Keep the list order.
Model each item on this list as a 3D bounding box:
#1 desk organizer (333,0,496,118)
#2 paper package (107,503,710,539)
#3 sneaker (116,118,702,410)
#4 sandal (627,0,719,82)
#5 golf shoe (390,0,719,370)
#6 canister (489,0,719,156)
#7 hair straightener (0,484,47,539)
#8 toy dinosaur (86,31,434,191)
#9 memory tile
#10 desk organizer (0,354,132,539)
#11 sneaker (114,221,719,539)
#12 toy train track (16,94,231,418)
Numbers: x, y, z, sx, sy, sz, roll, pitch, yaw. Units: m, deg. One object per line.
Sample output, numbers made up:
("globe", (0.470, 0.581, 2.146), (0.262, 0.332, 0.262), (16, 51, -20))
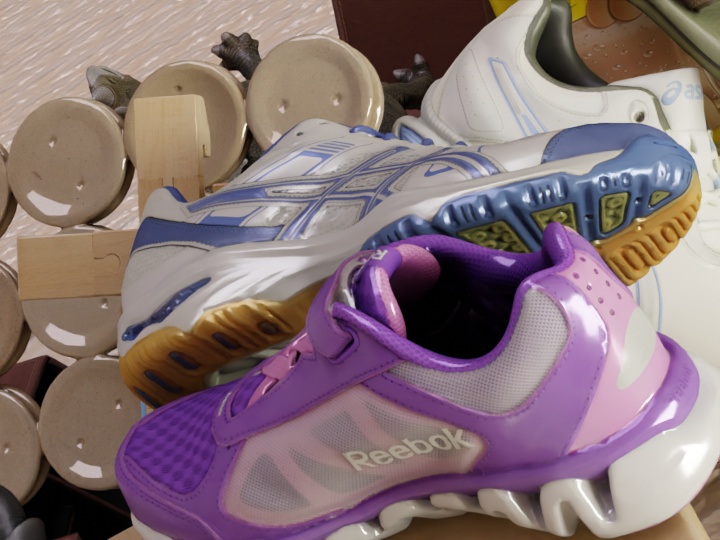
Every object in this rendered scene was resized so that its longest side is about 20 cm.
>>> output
("desk organizer", (0.042, -0.137, 1.100), (0.072, 0.077, 0.200), (-5, 27, 14))
("paper package", (0.018, 0.131, 0.730), (0.200, 0.104, 0.191), (-28, 30, 2))
("sneaker", (0.009, -0.021, 0.766), (0.200, 0.075, 0.088), (-17, 52, 15))
("sandal", (0.137, -0.112, 0.837), (0.201, 0.057, 0.080), (35, 54, 29))
("golf shoe", (0.100, -0.022, 0.833), (0.200, 0.078, 0.097), (40, 106, 25))
("canister", (0.156, -0.125, 0.940), (0.200, 0.087, 0.149), (-22, 73, -4))
("hair straightener", (-0.126, 0.155, 0.789), (0.077, 0.041, 0.200), (-25, 67, 10))
("toy dinosaur", (-0.016, -0.048, 0.971), (0.199, 0.077, 0.102), (7, 34, -5))
("memory tile", (-0.078, 0.002, 0.879), (0.200, 0.154, 0.017), (-13, -10, 18))
("desk organizer", (-0.122, 0.113, 0.920), (0.077, 0.072, 0.200), (-17, 31, 17))
("sneaker", (0.005, 0.032, 0.700), (0.200, 0.089, 0.081), (-12, 36, 31))
("toy train track", (-0.061, 0.039, 0.846), (0.114, 0.201, 0.033), (-2, -1, 12))
